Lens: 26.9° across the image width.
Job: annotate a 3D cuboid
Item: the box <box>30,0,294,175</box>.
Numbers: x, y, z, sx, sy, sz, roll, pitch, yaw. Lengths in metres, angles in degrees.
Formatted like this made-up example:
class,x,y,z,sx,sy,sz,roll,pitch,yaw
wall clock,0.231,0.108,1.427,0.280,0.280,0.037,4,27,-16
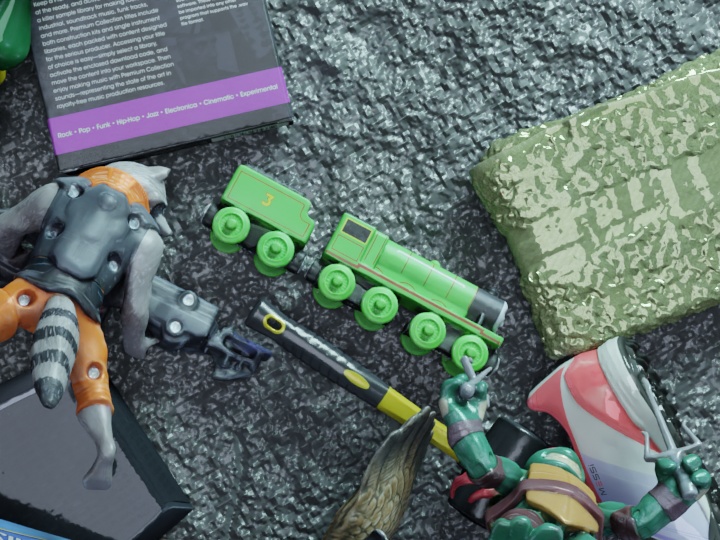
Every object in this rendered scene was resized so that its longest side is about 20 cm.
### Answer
class,x,y,z,sx,sy,sz,roll,pitch,yaw
box,-0.130,-0.170,0.897,0.143,0.036,0.200,-13,91,-2

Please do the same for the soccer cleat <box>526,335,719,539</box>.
class,x,y,z,sx,sy,sz,roll,pitch,yaw
soccer cleat,0.174,0.138,0.900,0.073,0.068,0.200,-27,98,18

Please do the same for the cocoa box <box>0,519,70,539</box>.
class,x,y,z,sx,sy,sz,roll,pitch,yaw
cocoa box,-0.202,0.252,0.804,0.133,0.131,0.200,20,105,-14

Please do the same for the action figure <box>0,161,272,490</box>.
class,x,y,z,sx,sy,sz,roll,pitch,yaw
action figure,-0.138,0.021,0.846,0.200,0.105,0.194,21,55,-11

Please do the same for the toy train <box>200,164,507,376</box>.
class,x,y,z,sx,sy,sz,roll,pitch,yaw
toy train,0.000,0.000,0.901,0.200,0.042,0.056,28,77,-2

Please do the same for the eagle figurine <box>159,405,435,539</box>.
class,x,y,z,sx,sy,sz,roll,pitch,yaw
eagle figurine,-0.026,0.182,0.820,0.200,0.151,0.152,-25,76,15

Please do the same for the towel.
class,x,y,z,sx,sy,sz,roll,pitch,yaw
towel,0.180,-0.041,0.913,0.200,0.036,0.148,-23,91,-4

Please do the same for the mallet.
class,x,y,z,sx,sy,sz,roll,pitch,yaw
mallet,0.025,0.071,0.895,0.200,0.041,0.066,41,84,-4

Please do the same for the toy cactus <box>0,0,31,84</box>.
class,x,y,z,sx,sy,sz,roll,pitch,yaw
toy cactus,-0.217,-0.179,0.842,0.165,0.102,0.200,-12,82,21

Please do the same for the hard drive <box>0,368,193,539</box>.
class,x,y,z,sx,sy,sz,roll,pitch,yaw
hard drive,-0.215,0.147,0.882,0.200,0.042,0.135,-33,91,-3

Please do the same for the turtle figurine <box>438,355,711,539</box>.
class,x,y,z,sx,sy,sz,roll,pitch,yaw
turtle figurine,0.109,0.122,0.803,0.150,0.200,0.101,10,110,1
